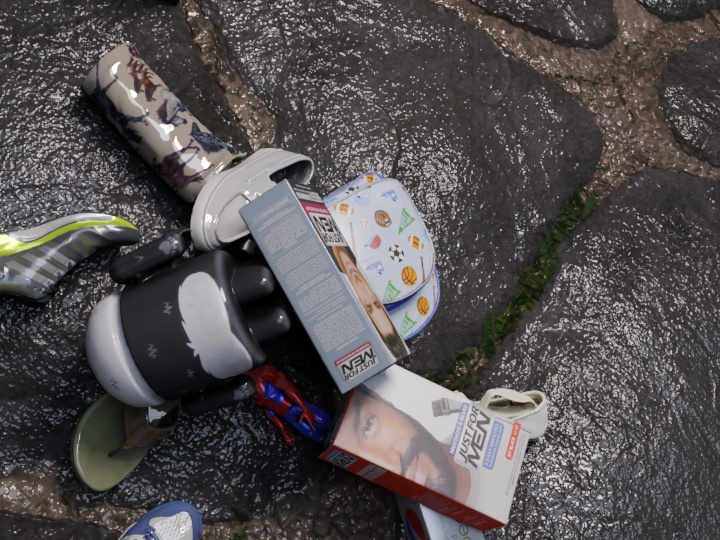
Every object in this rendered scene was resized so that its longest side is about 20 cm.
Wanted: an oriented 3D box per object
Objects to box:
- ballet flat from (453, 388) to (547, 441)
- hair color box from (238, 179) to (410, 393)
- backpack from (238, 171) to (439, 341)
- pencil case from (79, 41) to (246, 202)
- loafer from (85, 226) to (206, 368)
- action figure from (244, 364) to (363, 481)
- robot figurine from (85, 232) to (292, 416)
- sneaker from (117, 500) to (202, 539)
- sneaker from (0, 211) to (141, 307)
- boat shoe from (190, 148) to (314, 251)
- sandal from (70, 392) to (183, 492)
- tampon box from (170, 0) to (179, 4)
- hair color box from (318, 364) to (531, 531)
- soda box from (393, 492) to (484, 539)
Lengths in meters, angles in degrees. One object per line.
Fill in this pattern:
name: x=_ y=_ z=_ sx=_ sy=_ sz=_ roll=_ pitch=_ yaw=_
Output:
ballet flat: x=0.130 y=0.166 z=1.078 sx=0.199 sy=0.069 sz=0.070 roll=-1 pitch=73 yaw=-22
hair color box: x=-0.032 y=0.014 z=0.912 sx=0.060 sy=0.099 sz=0.201 roll=-31 pitch=84 yaw=12
backpack: x=0.000 y=0.000 z=1.055 sx=0.200 sy=0.154 sz=0.191 roll=-30 pitch=94 yaw=-28
pencil case: x=-0.228 y=-0.171 z=1.066 sx=0.200 sy=0.078 sz=0.089 roll=47 pitch=50 yaw=0
loafer: x=-0.226 y=0.026 z=1.005 sx=0.075 sy=0.070 sz=0.201 roll=31 pitch=65 yaw=-7
action figure: x=-0.065 y=0.159 z=1.020 sx=0.200 sy=0.065 sz=0.052 roll=35 pitch=48 yaw=-6
robot figurine: x=-0.167 y=0.054 z=0.909 sx=0.199 sy=0.125 sz=0.151 roll=-22 pitch=70 yaw=6
sneaker: x=-0.229 y=0.301 z=0.903 sx=0.075 sy=0.088 sz=0.200 roll=47 pitch=63 yaw=3
sneaker: x=-0.329 y=-0.006 z=0.988 sx=0.199 sy=0.074 sz=0.081 roll=-16 pitch=85 yaw=-15
boat shoe: x=-0.114 y=-0.080 z=1.042 sx=0.200 sy=0.068 sz=0.072 roll=-43 pitch=132 yaw=-55
sandal: x=-0.218 y=0.141 z=0.968 sx=0.201 sy=0.057 sz=0.080 roll=-46 pitch=108 yaw=-27
tampon box: x=-0.216 y=-0.447 z=1.095 sx=0.126 sy=0.200 sz=0.150 roll=32 pitch=66 yaw=-6
hair color box: x=0.070 y=0.182 z=0.984 sx=0.199 sy=0.064 sz=0.111 roll=25 pitch=62 yaw=-7
soda box: x=0.097 y=0.307 z=1.023 sx=0.063 sy=0.068 sz=0.201 roll=-12 pitch=77 yaw=-22
